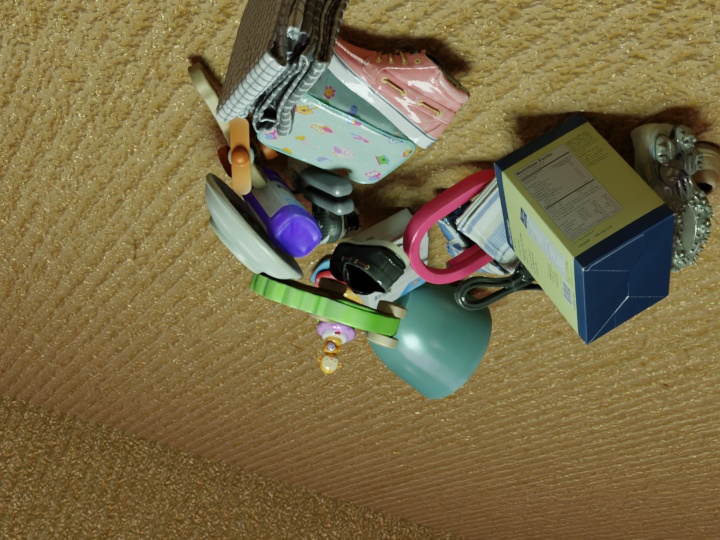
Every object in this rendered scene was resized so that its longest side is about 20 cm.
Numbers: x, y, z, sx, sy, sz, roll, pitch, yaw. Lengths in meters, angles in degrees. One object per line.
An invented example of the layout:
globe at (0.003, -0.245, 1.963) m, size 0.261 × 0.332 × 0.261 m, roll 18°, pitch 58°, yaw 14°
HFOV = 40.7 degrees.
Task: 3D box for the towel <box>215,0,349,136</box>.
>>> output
towel at (-0.073, -0.259, 1.047) m, size 0.085 × 0.201 × 0.165 m, roll 20°, pitch 153°, yaw -21°

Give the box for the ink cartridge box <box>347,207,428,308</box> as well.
ink cartridge box at (0.045, -0.024, 1.562) m, size 0.116 × 0.068 × 0.200 m, roll -29°, pitch 156°, yaw -12°

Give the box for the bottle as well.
bottle at (-0.127, -0.098, 1.420) m, size 0.065 × 0.200 × 0.083 m, roll -45°, pitch 131°, yaw 5°

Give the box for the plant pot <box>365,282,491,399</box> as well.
plant pot at (0.106, 0.101, 1.715) m, size 0.161 × 0.202 × 0.200 m, roll 32°, pitch 147°, yaw -25°

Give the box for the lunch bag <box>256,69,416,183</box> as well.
lunch bag at (-0.034, -0.196, 1.298) m, size 0.199 × 0.078 × 0.160 m, roll 22°, pitch 153°, yaw -21°

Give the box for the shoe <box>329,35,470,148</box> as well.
shoe at (0.038, -0.246, 1.189) m, size 0.200 × 0.072 × 0.091 m, roll 39°, pitch 110°, yaw -10°

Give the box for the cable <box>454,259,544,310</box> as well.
cable at (0.231, 0.009, 1.415) m, size 0.199 × 0.050 × 0.097 m, roll -29°, pitch 116°, yaw -3°

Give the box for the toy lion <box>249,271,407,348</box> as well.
toy lion at (-0.058, 0.047, 1.432) m, size 0.199 × 0.069 × 0.191 m, roll 20°, pitch -178°, yaw 38°

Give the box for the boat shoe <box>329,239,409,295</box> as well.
boat shoe at (-0.002, -0.002, 1.420) m, size 0.074 × 0.063 × 0.201 m, roll 44°, pitch 162°, yaw -19°

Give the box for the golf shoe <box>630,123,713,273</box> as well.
golf shoe at (0.395, -0.098, 1.255) m, size 0.078 × 0.097 × 0.201 m, roll -19°, pitch 114°, yaw -16°

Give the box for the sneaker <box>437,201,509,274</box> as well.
sneaker at (0.161, -0.047, 1.519) m, size 0.077 × 0.076 × 0.200 m, roll -7°, pitch 144°, yaw 37°

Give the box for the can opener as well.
can opener at (-0.056, -0.127, 1.396) m, size 0.066 × 0.053 × 0.200 m, roll -15°, pitch -158°, yaw -19°

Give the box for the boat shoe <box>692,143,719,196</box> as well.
boat shoe at (0.413, -0.100, 1.327) m, size 0.071 × 0.065 × 0.200 m, roll 16°, pitch 153°, yaw -12°

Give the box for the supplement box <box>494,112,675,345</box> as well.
supplement box at (0.290, -0.052, 1.266) m, size 0.134 × 0.200 × 0.200 m, roll -30°, pitch 146°, yaw -5°

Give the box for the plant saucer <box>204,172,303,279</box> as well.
plant saucer at (-0.164, -0.051, 1.388) m, size 0.050 × 0.200 × 0.200 m, roll -41°, pitch 139°, yaw 3°

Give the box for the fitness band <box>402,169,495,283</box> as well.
fitness band at (0.154, -0.064, 1.409) m, size 0.199 × 0.037 × 0.144 m, roll -34°, pitch 131°, yaw 1°

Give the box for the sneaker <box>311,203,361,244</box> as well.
sneaker at (-0.035, -0.081, 1.487) m, size 0.079 × 0.074 × 0.200 m, roll 2°, pitch -171°, yaw -4°

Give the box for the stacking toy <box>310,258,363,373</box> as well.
stacking toy at (-0.042, 0.088, 1.728) m, size 0.115 × 0.201 × 0.110 m, roll 19°, pitch 153°, yaw -15°

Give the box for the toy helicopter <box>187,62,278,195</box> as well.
toy helicopter at (-0.181, -0.192, 1.326) m, size 0.079 × 0.133 × 0.200 m, roll -25°, pitch 127°, yaw 6°

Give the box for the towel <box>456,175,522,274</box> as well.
towel at (0.236, -0.074, 1.404) m, size 0.200 × 0.147 × 0.024 m, roll 35°, pitch -172°, yaw -42°
